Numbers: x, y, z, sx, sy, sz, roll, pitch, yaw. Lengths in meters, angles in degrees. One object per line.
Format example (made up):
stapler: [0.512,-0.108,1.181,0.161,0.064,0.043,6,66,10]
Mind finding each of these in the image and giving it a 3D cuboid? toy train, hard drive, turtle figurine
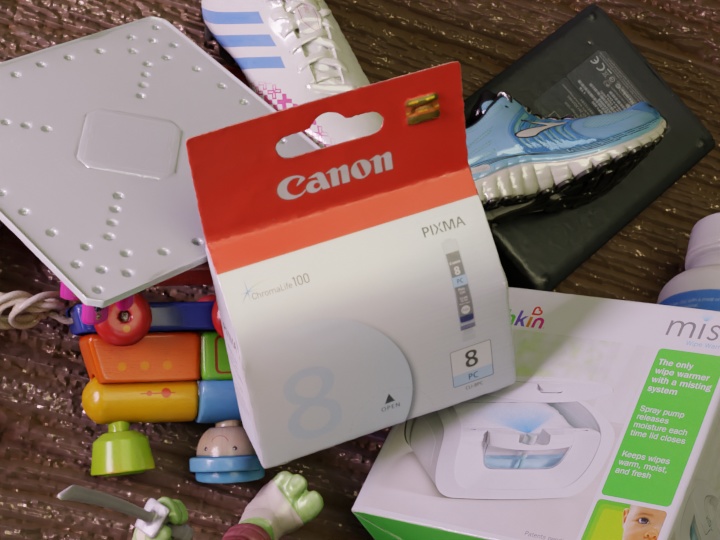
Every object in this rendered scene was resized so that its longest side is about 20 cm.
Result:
toy train: [-0.148,0.070,0.951,0.200,0.085,0.116,-1,85,-18]
hard drive: [0.142,-0.085,1.136,0.200,0.033,0.140,-38,86,-28]
turtle figurine: [-0.057,0.183,0.879,0.144,0.200,0.194,21,32,23]

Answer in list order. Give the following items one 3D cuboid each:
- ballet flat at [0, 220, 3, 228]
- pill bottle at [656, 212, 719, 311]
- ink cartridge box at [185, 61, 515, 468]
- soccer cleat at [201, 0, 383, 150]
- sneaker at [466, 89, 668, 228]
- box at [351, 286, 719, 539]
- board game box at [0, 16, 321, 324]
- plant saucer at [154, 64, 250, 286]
ballet flat: [-0.258,-0.022,0.945,0.074,0.074,0.200,32,63,-6]
pill bottle: [0.246,0.065,1.071,0.112,0.112,0.200,20,65,-12]
ink cartridge box: [0.000,0.000,0.889,0.160,0.200,0.047,-17,36,-12]
soccer cleat: [-0.041,-0.142,1.022,0.070,0.086,0.200,-16,50,-34]
sneaker: [0.115,-0.088,1.067,0.200,0.078,0.090,-15,72,-25]
box: [0.128,0.111,0.960,0.177,0.200,0.097,-62,139,-26]
board game box: [-0.137,-0.066,0.946,0.200,0.026,0.200,-26,55,-38]
plant saucer: [-0.084,-0.057,1.004,0.200,0.037,0.200,-1,43,-20]
